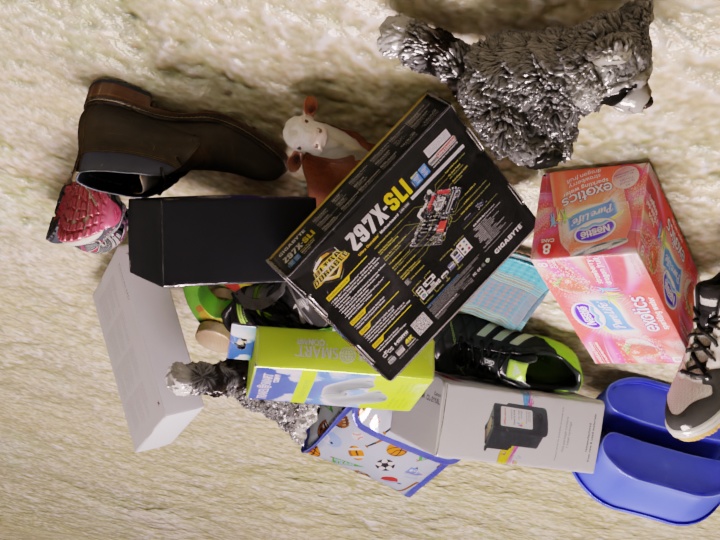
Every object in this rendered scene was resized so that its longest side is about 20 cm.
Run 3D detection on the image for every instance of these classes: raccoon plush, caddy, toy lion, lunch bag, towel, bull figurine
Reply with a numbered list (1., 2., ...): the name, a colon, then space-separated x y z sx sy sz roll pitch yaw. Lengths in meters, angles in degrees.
1. raccoon plush: 0.116 -0.159 0.882 0.198 0.098 0.134 19 143 -7
2. caddy: 0.337 0.211 1.401 0.197 0.143 0.105 16 147 -3
3. toy lion: -0.107 0.019 1.346 0.197 0.069 0.193 4 143 18
4. lunch bag: 0.045 0.174 1.491 0.169 0.125 0.200 25 134 -20
5. towel: 0.097 0.003 1.260 0.197 0.022 0.147 17 151 -5
6. raccoon plush: -0.123 0.132 1.343 0.197 0.098 0.135 5 141 -14
7. bull figurine: -0.007 -0.080 1.104 0.120 0.066 0.201 18 157 9

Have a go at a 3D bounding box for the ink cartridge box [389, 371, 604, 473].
1. ink cartridge box: 0.149 0.165 1.368 0.197 0.084 0.146 9 -179 -20

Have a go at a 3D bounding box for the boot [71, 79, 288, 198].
1. boot: -0.168 -0.096 1.118 0.197 0.098 0.075 17 151 -6

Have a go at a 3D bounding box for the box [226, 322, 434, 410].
1. box: -0.034 0.097 1.210 0.197 0.048 0.122 5 158 -8

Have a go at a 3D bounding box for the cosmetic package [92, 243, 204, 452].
1. cosmetic package: -0.245 0.088 1.384 0.051 0.202 0.151 -11 163 -25

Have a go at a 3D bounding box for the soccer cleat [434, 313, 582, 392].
1. soccer cleat: 0.148 0.092 1.320 0.197 0.068 0.081 10 -167 -8

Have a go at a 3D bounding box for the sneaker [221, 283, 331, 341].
1. sneaker: -0.084 0.040 1.211 0.071 0.082 0.199 64 154 -6

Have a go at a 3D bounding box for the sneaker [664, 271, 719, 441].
1. sneaker: 0.318 0.054 1.089 0.088 0.201 0.075 41 164 -29

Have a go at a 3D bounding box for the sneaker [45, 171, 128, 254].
1. sneaker: -0.267 -0.057 1.239 0.074 0.082 0.200 18 175 -20

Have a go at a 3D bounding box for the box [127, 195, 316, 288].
1. box: -0.132 -0.030 1.117 0.139 0.080 0.200 -5 -175 -19

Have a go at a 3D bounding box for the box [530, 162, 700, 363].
1. box: 0.238 0.000 1.113 0.101 0.096 0.200 -2 148 29

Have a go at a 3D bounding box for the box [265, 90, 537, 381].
1. box: 0.041 -0.026 1.047 0.160 0.200 0.049 45 177 -34
